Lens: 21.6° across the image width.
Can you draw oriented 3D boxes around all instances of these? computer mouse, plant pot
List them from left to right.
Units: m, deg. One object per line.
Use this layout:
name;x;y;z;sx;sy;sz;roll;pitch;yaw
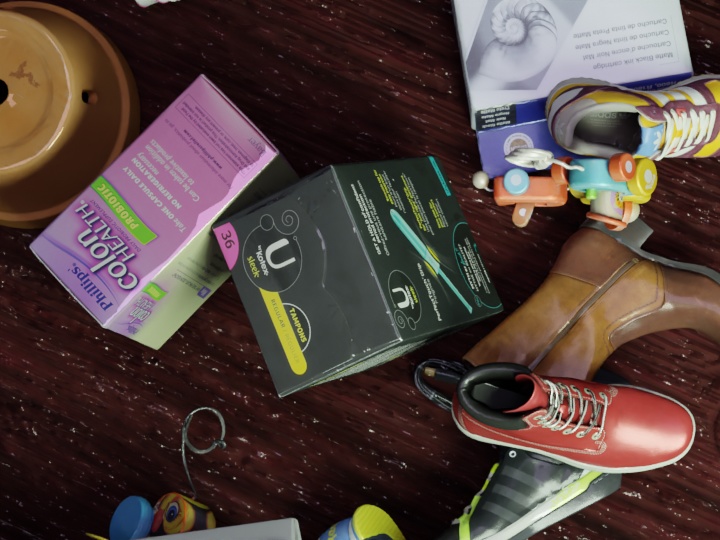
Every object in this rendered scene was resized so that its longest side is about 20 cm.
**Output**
plant pot;-0.299;-0.142;1.623;0.198;0.140;0.202;0;86;4
computer mouse;0.144;0.105;1.633;0.198;0.034;0.059;6;87;4

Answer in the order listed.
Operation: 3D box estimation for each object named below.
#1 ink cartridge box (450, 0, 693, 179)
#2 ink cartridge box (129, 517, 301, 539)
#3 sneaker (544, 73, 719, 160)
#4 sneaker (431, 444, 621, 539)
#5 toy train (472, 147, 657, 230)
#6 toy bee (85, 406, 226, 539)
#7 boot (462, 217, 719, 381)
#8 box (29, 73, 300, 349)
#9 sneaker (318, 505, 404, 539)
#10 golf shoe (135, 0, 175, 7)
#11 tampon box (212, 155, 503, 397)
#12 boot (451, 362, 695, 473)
ink cartridge box;0.185;-0.195;1.650;0.198;0.041;0.202;-11;86;2
ink cartridge box;-0.105;0.328;1.528;0.146;0.146;0.201;-8;124;3
sneaker;0.257;-0.120;1.596;0.198;0.090;0.075;-2;115;-1
sneaker;0.125;0.187;1.596;0.199;0.072;0.083;-26;82;-11
toy train;0.169;-0.060;1.562;0.149;0.200;0.056;2;86;1
toy bee;-0.168;0.227;1.592;0.130;0.109;0.201;5;107;-29
boot;0.215;0.065;1.588;0.188;0.069;0.200;40;72;6
box;-0.154;-0.044;1.586;0.097;0.176;0.200;44;90;11
sneaker;0.024;0.300;1.603;0.082;0.074;0.201;-28;90;23
golf shoe;-0.153;-0.273;1.667;0.198;0.075;0.092;11;102;6
tampon box;0.000;0.000;1.549;0.126;0.200;0.151;-25;83;27
boot;0.172;0.114;1.492;0.198;0.144;0.073;7;79;2
